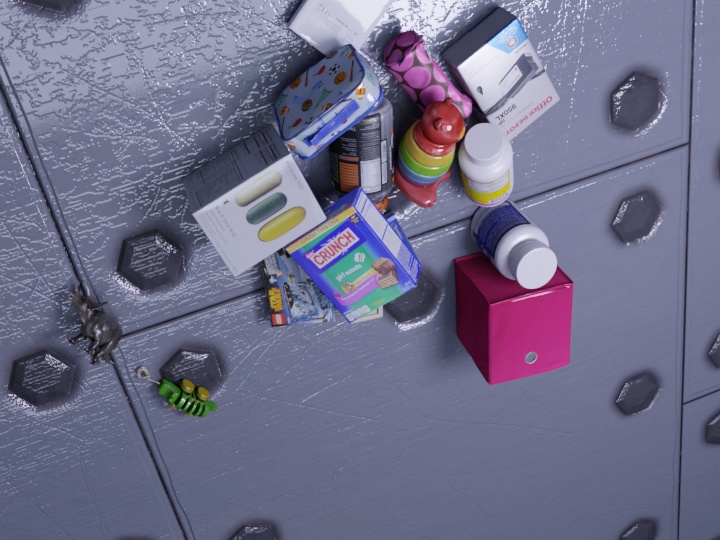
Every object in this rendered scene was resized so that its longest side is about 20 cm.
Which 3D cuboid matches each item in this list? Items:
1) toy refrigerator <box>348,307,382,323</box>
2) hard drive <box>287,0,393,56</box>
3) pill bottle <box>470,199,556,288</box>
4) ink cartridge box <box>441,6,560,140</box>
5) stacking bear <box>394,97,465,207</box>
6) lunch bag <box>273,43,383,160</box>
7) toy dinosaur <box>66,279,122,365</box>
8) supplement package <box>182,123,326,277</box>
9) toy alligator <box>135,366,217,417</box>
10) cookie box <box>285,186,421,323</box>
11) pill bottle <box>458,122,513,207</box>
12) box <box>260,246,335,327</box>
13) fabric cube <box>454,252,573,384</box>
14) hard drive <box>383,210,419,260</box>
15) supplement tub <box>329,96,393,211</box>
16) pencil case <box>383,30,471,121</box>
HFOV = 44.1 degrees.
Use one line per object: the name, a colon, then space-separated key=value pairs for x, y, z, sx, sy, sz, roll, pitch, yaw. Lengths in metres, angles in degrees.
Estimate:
toy refrigerator: x=0.000 y=0.000 z=1.767 sx=0.074 sy=0.070 sz=0.204 roll=-10 pitch=121 yaw=-14
hard drive: x=-0.019 y=-0.471 z=1.542 sx=0.131 sy=0.025 sz=0.201 roll=30 pitch=105 yaw=-31
pill bottle: x=0.313 y=-0.052 z=1.804 sx=0.117 sy=0.201 sz=0.122 roll=-8 pitch=121 yaw=-14
ink cartridge box: x=0.268 y=-0.365 z=1.681 sx=0.144 sy=0.085 sz=0.201 roll=-38 pitch=124 yaw=4
stacking bear: x=0.132 y=-0.231 z=1.639 sx=0.112 sy=0.122 sz=0.201 roll=30 pitch=148 yaw=3
lunch bag: x=-0.059 y=-0.284 z=1.526 sx=0.199 sy=0.162 sz=0.075 roll=-37 pitch=131 yaw=15
toy dinosaur: x=-0.487 y=0.120 z=1.681 sx=0.103 sy=0.076 sz=0.201 roll=-56 pitch=143 yaw=-24
supplement package: x=-0.193 y=-0.128 z=1.605 sx=0.198 sy=0.151 sz=0.153 roll=-31 pitch=124 yaw=-1
toy alligator: x=-0.372 y=0.258 z=1.816 sx=0.198 sy=0.054 sz=0.060 roll=33 pitch=104 yaw=-32
cookie box: x=-0.012 y=-0.025 z=1.653 sx=0.170 sy=0.076 sz=0.201 roll=-29 pitch=113 yaw=28
pill bottle: x=0.240 y=-0.203 z=1.697 sx=0.103 sy=0.105 sz=0.200 roll=-31 pitch=160 yaw=-1
box: x=-0.124 y=0.014 z=1.760 sx=0.134 sy=0.040 sz=0.204 roll=-5 pitch=121 yaw=0
fabric cube: x=0.323 y=0.086 z=1.887 sx=0.192 sy=0.201 sz=0.203 roll=-12 pitch=122 yaw=-12
hard drive: x=0.011 y=-0.016 z=1.819 sx=0.198 sy=0.025 sz=0.133 roll=-33 pitch=124 yaw=0
supplement tub: x=0.002 y=-0.214 z=1.646 sx=0.120 sy=0.123 sz=0.204 roll=-11 pitch=122 yaw=-14
pencil case: x=0.129 y=-0.345 z=1.633 sx=0.093 sy=0.092 sz=0.199 roll=-22 pitch=134 yaw=32
